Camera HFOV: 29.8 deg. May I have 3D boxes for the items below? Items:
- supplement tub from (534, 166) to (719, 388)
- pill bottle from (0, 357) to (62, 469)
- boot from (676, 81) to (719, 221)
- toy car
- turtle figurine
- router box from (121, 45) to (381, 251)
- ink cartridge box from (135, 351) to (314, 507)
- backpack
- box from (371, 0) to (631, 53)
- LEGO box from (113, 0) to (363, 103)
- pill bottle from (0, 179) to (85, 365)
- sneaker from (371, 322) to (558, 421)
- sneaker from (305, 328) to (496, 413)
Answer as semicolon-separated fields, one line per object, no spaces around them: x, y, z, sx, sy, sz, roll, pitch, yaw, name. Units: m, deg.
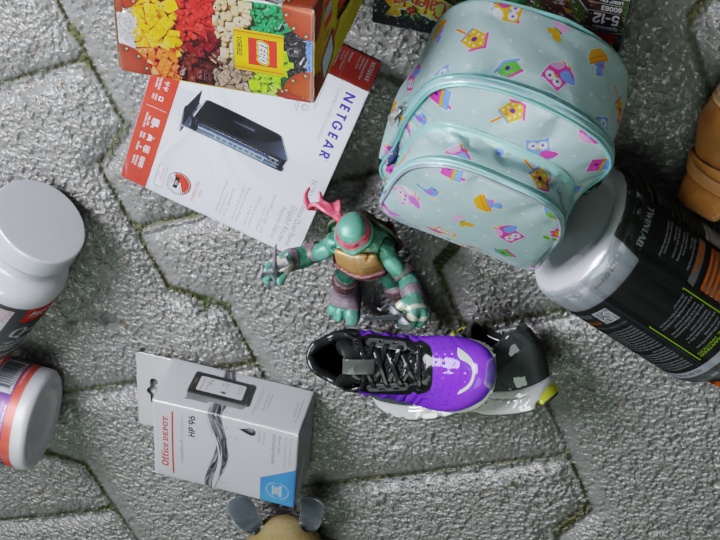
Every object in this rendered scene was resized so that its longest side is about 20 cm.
0.253;0.012;1.122;0.199;0.123;0.122;31;131;-20;supplement tub
-0.433;0.136;1.458;0.197;0.112;0.112;15;131;6;pill bottle
0.355;-0.079;1.054;0.198;0.077;0.157;21;130;4;boot
-0.085;0.335;1.497;0.162;0.158;0.203;-1;117;3;toy car
0.000;0.000;1.183;0.148;0.102;0.200;21;168;17;turtle figurine
-0.099;-0.131;1.177;0.178;0.049;0.201;24;131;-2;router box
-0.153;0.166;1.422;0.197;0.068;0.117;12;130;8;ink cartridge box
0.109;-0.104;1.033;0.174;0.155;0.201;22;149;-3;backpack
0.112;-0.238;1.030;0.197;0.038;0.138;12;130;8;box
-0.078;-0.218;0.999;0.147;0.201;0.078;10;131;9;LEGO box
-0.356;0.007;1.326;0.115;0.116;0.200;36;130;-13;pill bottle
0.095;0.092;1.294;0.198;0.074;0.086;-7;98;32;sneaker
0.028;0.091;1.236;0.198;0.071;0.099;2;176;43;sneaker
